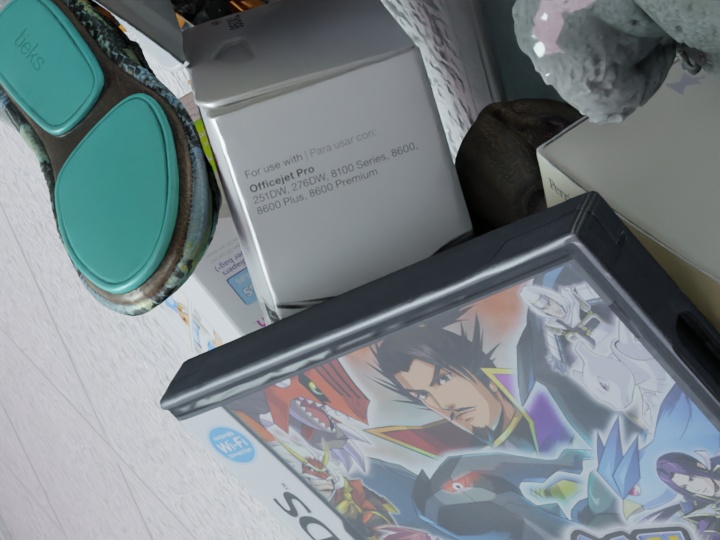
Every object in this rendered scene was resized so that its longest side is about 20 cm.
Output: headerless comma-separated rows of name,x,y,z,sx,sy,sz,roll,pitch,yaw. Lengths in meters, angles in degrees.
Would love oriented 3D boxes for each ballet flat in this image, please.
ballet flat,-0.088,-0.043,0.828,0.200,0.074,0.074,-120,11,-46

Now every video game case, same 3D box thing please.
video game case,0.056,0.073,0.710,0.200,0.026,0.181,-23,117,44

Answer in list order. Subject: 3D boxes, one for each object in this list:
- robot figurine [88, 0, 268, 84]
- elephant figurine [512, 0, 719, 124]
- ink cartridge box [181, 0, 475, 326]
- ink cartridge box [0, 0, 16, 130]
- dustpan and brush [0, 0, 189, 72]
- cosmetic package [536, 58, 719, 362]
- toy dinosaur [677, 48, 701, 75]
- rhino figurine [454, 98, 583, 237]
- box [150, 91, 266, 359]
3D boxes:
robot figurine,-0.088,-0.125,0.964,0.145,0.058,0.200,46,-172,35
elephant figurine,0.149,-0.045,0.501,0.200,0.155,0.142,46,118,6
ink cartridge box,0.000,0.000,0.833,0.145,0.084,0.200,-118,10,-70
ink cartridge box,-0.209,-0.192,1.033,0.147,0.145,0.200,48,-172,33
dustpan and brush,-0.144,-0.151,0.833,0.140,0.057,0.200,33,-154,-33
cosmetic package,0.130,0.037,0.734,0.105,0.071,0.200,40,155,44
toy dinosaur,0.071,-0.096,0.668,0.088,0.047,0.200,29,-158,-34
rhino figurine,0.081,0.010,0.845,0.087,0.060,0.200,42,158,35
box,-0.033,0.008,1.061,0.200,0.112,0.101,50,159,25
